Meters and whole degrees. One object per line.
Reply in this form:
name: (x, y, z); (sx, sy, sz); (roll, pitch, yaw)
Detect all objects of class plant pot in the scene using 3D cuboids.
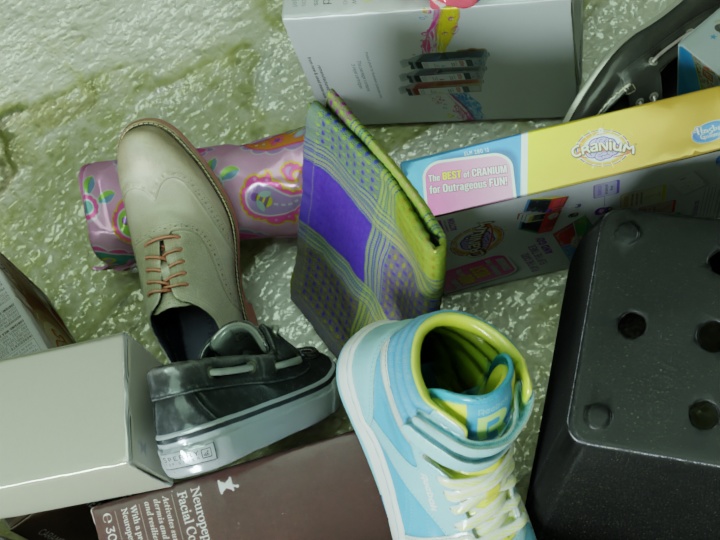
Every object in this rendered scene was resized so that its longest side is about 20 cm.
plant pot: (0.197, 0.071, 0.679); (0.198, 0.178, 0.202); (8, 69, 17)

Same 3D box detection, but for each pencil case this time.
pencil case: (-0.105, -0.052, 0.859); (0.198, 0.088, 0.088); (-10, 64, 8)

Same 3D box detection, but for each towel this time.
towel: (0.000, 0.000, 0.754); (0.023, 0.201, 0.144); (-24, 61, -24)

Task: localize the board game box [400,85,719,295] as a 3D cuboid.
board game box: (0.135, -0.045, 0.758); (0.198, 0.153, 0.041); (-13, 70, 6)

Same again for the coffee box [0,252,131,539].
coffee box: (-0.225, 0.087, 0.804); (0.079, 0.115, 0.200); (-36, 64, -5)

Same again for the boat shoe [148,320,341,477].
boat shoe: (-0.064, 0.065, 0.722); (0.071, 0.200, 0.072); (-12, 92, 17)

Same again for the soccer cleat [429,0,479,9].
soccer cleat: (0.020, -0.244, 0.766); (0.076, 0.067, 0.200); (-41, 62, -11)

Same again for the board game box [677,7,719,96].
board game box: (0.290, -0.063, 0.735); (0.064, 0.148, 0.200); (-40, 63, -5)

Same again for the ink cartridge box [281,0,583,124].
ink cartridge box: (0.061, -0.204, 0.854); (0.198, 0.145, 0.147); (-1, 65, 11)

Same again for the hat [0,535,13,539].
hat: (-0.223, 0.240, 0.739); (0.199, 0.081, 0.203); (2, 99, 13)

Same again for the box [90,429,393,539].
box: (-0.054, 0.165, 0.725); (0.198, 0.075, 0.101); (-16, 82, -5)

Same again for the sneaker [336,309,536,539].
sneaker: (0.061, 0.112, 0.639); (0.079, 0.130, 0.201); (-28, 87, -25)

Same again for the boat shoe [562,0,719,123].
boat shoe: (0.221, -0.145, 0.834); (0.200, 0.067, 0.057); (-44, 59, -13)

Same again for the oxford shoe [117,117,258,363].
oxford shoe: (-0.117, -0.004, 0.789); (0.070, 0.074, 0.201); (-19, 97, 14)

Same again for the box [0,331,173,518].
box: (-0.215, 0.101, 0.694); (0.198, 0.068, 0.083); (-11, 66, 9)
